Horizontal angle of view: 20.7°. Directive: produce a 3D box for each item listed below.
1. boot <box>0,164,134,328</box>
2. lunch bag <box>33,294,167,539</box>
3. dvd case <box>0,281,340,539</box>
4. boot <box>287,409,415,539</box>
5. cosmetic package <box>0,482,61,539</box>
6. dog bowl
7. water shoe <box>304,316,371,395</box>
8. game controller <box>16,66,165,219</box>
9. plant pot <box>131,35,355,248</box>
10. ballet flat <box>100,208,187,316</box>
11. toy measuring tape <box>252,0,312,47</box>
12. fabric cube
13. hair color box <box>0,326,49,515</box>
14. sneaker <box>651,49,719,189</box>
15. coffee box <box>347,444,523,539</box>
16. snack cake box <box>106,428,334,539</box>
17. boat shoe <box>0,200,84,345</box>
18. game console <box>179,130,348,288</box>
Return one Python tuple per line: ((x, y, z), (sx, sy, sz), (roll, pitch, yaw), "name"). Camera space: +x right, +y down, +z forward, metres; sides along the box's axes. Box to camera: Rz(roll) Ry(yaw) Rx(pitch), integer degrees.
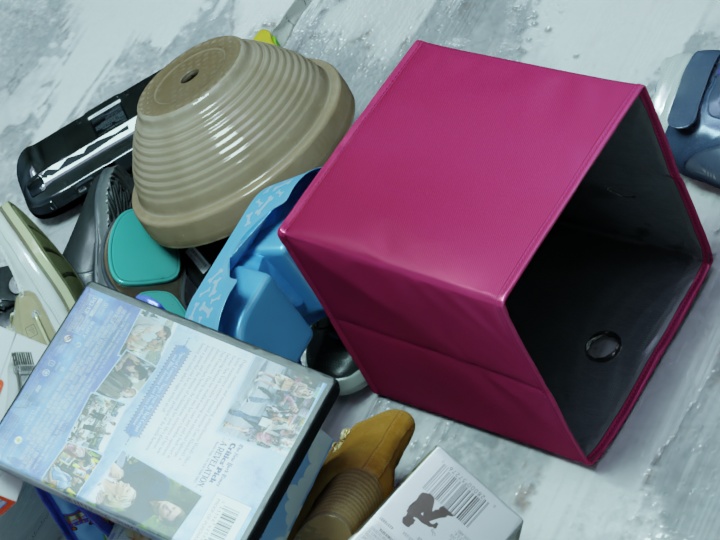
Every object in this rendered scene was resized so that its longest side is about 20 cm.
((-0.285, 0.003, 1.660), (0.198, 0.066, 0.166), (-16, 49, 18), "boot")
((-0.158, 0.125, 1.394), (0.093, 0.201, 0.151), (12, 58, 34), "lunch bag")
((-0.129, 0.098, 1.273), (0.199, 0.018, 0.143), (20, 66, 23), "dvd case")
((-0.040, 0.187, 1.378), (0.201, 0.071, 0.144), (-43, 4, 32), "boot")
((-0.321, 0.156, 1.447), (0.122, 0.201, 0.200), (13, 59, 34), "cosmetic package")
((-0.060, 0.016, 1.416), (0.049, 0.112, 0.201), (0, 49, 41), "dog bowl")
((0.000, 0.000, 1.509), (0.071, 0.079, 0.201), (5, 55, 29), "water shoe")
((-0.216, -0.120, 1.755), (0.199, 0.042, 0.104), (-30, 31, -1), "game controller")
((-0.110, -0.119, 1.552), (0.200, 0.093, 0.202), (-25, 31, 17), "plant pot")
((-0.167, 0.032, 1.551), (0.073, 0.073, 0.201), (-28, 40, 2), "ballet flat")
((-0.060, -0.185, 1.706), (0.073, 0.074, 0.201), (16, 61, 35), "toy measuring tape")
((0.100, -0.014, 1.390), (0.198, 0.201, 0.197), (15, 60, 37), "fabric cube")
((-0.310, 0.076, 1.321), (0.064, 0.199, 0.112), (-39, 31, 63), "hair color box")
((0.299, -0.153, 1.492), (0.200, 0.081, 0.146), (-47, 52, -9), "sneaker")
((0.011, 0.224, 1.274), (0.080, 0.113, 0.200), (39, 74, 15), "coffee box")
((-0.111, 0.181, 1.303), (0.115, 0.067, 0.201), (-7, 50, 53), "snack cake box")
((-0.245, 0.039, 1.551), (0.068, 0.075, 0.201), (-36, 76, 5), "boat shoe")
((-0.074, -0.055, 1.580), (0.177, 0.031, 0.200), (-49, 29, 1), "game console")
